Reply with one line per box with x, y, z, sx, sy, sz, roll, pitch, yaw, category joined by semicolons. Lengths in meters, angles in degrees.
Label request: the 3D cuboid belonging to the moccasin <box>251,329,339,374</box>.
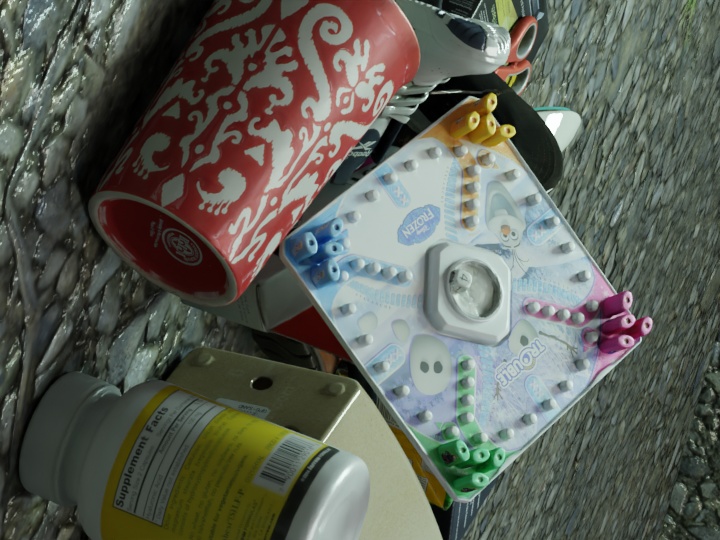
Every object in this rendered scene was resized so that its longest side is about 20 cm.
-0.045;0.012;1.730;0.078;0.074;0.202;-51;147;-27;moccasin

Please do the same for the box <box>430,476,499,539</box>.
0.081;0.139;2.187;0.200;0.104;0.148;-53;156;-44;box

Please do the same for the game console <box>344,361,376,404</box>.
0.000;0.000;1.789;0.177;0.031;0.200;-90;-179;-46;game console

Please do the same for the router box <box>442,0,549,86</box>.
0.098;-0.198;1.948;0.157;0.052;0.200;-62;161;-22;router box

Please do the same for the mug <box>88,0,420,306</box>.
-0.061;-0.074;1.462;0.200;0.133;0.178;-57;142;-26;mug

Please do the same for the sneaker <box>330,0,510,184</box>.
0.018;-0.115;1.578;0.079;0.199;0.130;10;95;-43;sneaker

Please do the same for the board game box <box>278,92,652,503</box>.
0.073;0.012;1.504;0.200;0.200;0.026;-39;-174;-35;board game box

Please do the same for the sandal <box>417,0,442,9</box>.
0.037;-0.213;1.713;0.201;0.048;0.075;-83;-179;-58;sandal

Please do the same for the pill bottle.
-0.104;0.133;1.452;0.111;0.200;0.111;-56;158;-37;pill bottle

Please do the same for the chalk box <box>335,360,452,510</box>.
0.070;0.079;2.040;0.200;0.124;0.124;-55;163;-38;chalk box

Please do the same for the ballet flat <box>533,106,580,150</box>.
0.104;-0.088;1.922;0.200;0.069;0.070;-8;123;-33;ballet flat

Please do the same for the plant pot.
-0.075;0.169;1.627;0.200;0.199;0.177;-52;144;-45;plant pot

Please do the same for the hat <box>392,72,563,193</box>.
0.048;-0.106;1.730;0.081;0.201;0.201;-48;173;26;hat

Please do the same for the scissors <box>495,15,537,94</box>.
0.103;-0.159;1.896;0.200;0.014;0.073;-32;140;-63;scissors

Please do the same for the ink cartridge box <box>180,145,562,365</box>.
0.004;-0.016;1.566;0.200;0.173;0.044;-30;121;-35;ink cartridge box
